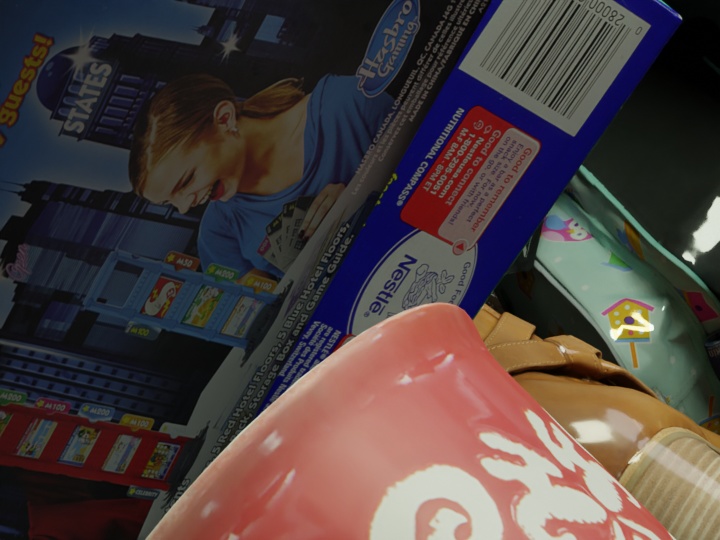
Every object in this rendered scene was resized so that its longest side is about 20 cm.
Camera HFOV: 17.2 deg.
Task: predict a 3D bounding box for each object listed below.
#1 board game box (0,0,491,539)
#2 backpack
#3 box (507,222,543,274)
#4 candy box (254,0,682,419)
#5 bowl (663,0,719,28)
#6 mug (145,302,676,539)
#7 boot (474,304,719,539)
[{"bbox_3d":[-0.096,-0.008,0.451,0.199,0.201,0.062,18,16,-49],"label":"board game box"},{"bbox_3d":[0.152,0.016,1.017,0.200,0.153,0.176,50,-3,-39],"label":"backpack"},{"bbox_3d":[-0.007,-0.102,0.965,0.198,0.162,0.044,17,7,19],"label":"box"},{"bbox_3d":[-0.024,-0.062,0.724,0.077,0.170,0.200,25,15,-41],"label":"candy box"},{"bbox_3d":[0.187,-0.138,0.969,0.201,0.105,0.201,49,-1,1],"label":"bowl"},{"bbox_3d":[0.058,0.120,0.511,0.200,0.134,0.177,41,17,18],"label":"mug"},{"bbox_3d":[0.079,0.067,0.852,0.155,0.077,0.200,32,6,13],"label":"boot"}]
